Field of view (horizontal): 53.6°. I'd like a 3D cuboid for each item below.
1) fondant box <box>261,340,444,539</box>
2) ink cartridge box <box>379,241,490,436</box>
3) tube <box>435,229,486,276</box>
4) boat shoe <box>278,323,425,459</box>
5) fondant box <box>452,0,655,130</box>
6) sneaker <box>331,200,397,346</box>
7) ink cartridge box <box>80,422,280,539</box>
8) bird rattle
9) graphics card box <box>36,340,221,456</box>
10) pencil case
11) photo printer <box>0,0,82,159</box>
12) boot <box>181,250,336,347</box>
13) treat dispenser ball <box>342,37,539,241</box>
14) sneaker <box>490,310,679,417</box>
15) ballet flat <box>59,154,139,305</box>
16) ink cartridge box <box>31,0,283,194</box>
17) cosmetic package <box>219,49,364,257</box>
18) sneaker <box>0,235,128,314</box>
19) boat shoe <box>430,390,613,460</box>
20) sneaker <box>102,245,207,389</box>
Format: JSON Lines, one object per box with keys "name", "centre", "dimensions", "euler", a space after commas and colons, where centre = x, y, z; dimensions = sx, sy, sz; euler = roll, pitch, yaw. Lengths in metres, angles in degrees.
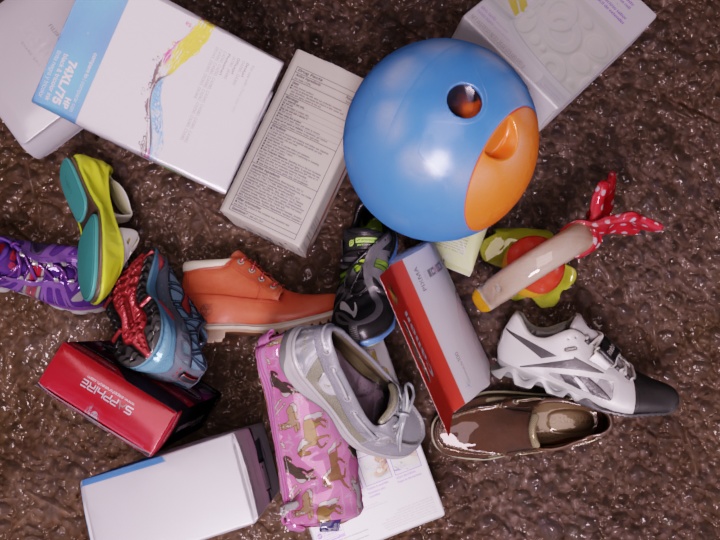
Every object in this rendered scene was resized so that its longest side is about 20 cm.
{"name": "fondant box", "centre": [-0.009, 0.194, 0.789], "dimensions": [0.143, 0.058, 0.202], "euler": [-19, 85, -3]}
{"name": "ink cartridge box", "centre": [0.082, 0.056, 0.725], "dimensions": [0.057, 0.200, 0.164], "euler": [-24, 93, 7]}
{"name": "tube", "centre": [0.136, -0.095, 0.831], "dimensions": [0.052, 0.058, 0.202], "euler": [27, 83, -13]}
{"name": "boat shoe", "centre": [0.006, 0.120, 0.692], "dimensions": [0.202, 0.064, 0.075], "euler": [48, 44, -30]}
{"name": "fondant box", "centre": [0.219, -0.274, 0.815], "dimensions": [0.144, 0.058, 0.200], "euler": [46, 67, 5]}
{"name": "sneaker", "centre": [0.000, 0.000, 0.757], "dimensions": [0.070, 0.083, 0.201], "euler": [-7, 43, 15]}
{"name": "ink cartridge box", "centre": [-0.167, 0.216, 0.712], "dimensions": [0.145, 0.200, 0.087], "euler": [-17, 83, -3]}
{"name": "bird rattle", "centre": [0.203, -0.010, 0.746], "dimensions": [0.162, 0.200, 0.113], "euler": [-29, 90, -32]}
{"name": "graphics card box", "centre": [-0.222, 0.122, 0.723], "dimensions": [0.125, 0.200, 0.051], "euler": [30, 85, 4]}
{"name": "pencil case", "centre": [-0.053, 0.157, 0.723], "dimensions": [0.082, 0.086, 0.202], "euler": [-12, 82, 13]}
{"name": "photo printer", "centre": [-0.347, -0.254, 0.832], "dimensions": [0.199, 0.069, 0.167], "euler": [-38, 85, -5]}
{"name": "boot", "centre": [-0.109, 0.027, 0.802], "dimensions": [0.198, 0.075, 0.109], "euler": [-3, 78, 0]}
{"name": "treat dispenser ball", "centre": [0.080, -0.131, 0.727], "dimensions": [0.198, 0.201, 0.203], "euler": [0, 83, -1]}
{"name": "sneaker", "centre": [0.247, 0.096, 0.766], "dimensions": [0.198, 0.074, 0.089], "euler": [14, 104, 11]}
{"name": "ballet flat", "centre": [-0.281, -0.050, 0.786], "dimensions": [0.067, 0.067, 0.201], "euler": [5, 48, -40]}
{"name": "ink cartridge box", "centre": [-0.201, -0.187, 0.743], "dimensions": [0.198, 0.147, 0.147], "euler": [25, 91, -12]}
{"name": "cosmetic package", "centre": [-0.066, -0.129, 0.811], "dimensions": [0.103, 0.087, 0.202], "euler": [26, 85, 4]}
{"name": "sneaker", "centre": [-0.361, 0.002, 0.794], "dimensions": [0.198, 0.083, 0.082], "euler": [7, 84, -3]}
{"name": "boat shoe", "centre": [0.178, 0.168, 0.785], "dimensions": [0.200, 0.075, 0.076], "euler": [-8, 83, -2]}
{"name": "sneaker", "centre": [-0.208, 0.054, 0.743], "dimensions": [0.079, 0.200, 0.095], "euler": [-41, 126, 9]}
